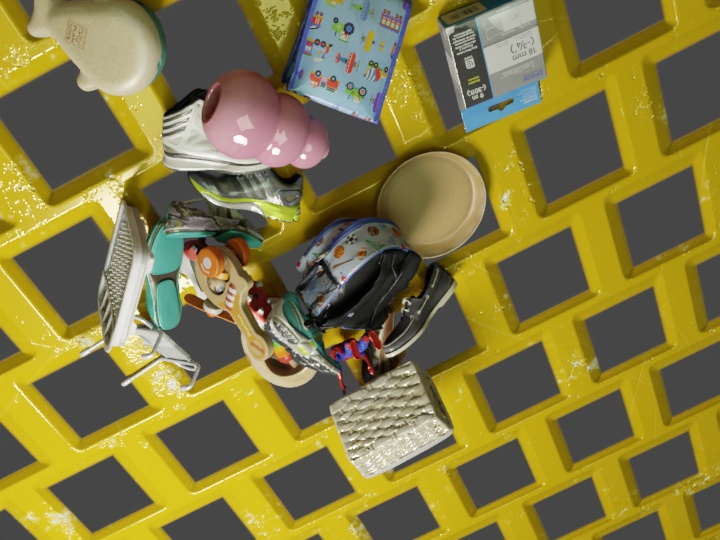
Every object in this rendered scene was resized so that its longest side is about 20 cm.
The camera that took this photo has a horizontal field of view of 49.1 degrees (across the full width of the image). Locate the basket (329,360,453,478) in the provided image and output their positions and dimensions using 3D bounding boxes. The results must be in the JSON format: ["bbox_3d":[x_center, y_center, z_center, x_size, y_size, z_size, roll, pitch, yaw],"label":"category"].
[{"bbox_3d":[0.054,0.271,1.453,0.197,0.137,0.124,-28,150,5],"label":"basket"}]

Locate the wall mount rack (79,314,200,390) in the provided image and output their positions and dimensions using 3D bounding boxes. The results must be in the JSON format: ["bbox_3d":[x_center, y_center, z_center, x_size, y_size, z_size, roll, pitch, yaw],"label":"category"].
[{"bbox_3d":[-0.382,0.151,1.379,0.170,0.076,0.201,2,147,31],"label":"wall mount rack"}]

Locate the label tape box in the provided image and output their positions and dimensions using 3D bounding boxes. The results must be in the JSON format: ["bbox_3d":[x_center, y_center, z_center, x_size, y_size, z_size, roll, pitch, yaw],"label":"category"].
[{"bbox_3d":[0.216,-0.321,1.242,0.141,0.064,0.203,-21,122,1],"label":"label tape box"}]

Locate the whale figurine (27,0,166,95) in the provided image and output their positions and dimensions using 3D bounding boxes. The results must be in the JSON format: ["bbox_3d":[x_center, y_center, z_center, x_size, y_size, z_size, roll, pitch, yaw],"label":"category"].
[{"bbox_3d":[-0.363,-0.332,1.104,0.196,0.104,0.162,23,116,3],"label":"whale figurine"}]

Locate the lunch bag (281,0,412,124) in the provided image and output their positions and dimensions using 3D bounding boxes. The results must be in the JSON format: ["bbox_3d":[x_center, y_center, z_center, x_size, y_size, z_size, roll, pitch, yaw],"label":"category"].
[{"bbox_3d":[-0.015,-0.346,1.171,0.147,0.094,0.204,16,107,-18],"label":"lunch bag"}]

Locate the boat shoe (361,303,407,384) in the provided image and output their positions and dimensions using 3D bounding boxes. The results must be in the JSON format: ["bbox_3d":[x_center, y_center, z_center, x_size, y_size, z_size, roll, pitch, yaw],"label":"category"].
[{"bbox_3d":[0.049,0.143,1.486,0.072,0.076,0.203,-5,130,-15],"label":"boat shoe"}]

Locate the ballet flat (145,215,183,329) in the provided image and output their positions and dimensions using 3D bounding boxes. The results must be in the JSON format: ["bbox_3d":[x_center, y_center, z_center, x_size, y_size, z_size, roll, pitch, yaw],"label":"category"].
[{"bbox_3d":[-0.332,-0.002,1.300,0.066,0.070,0.205,-13,121,-35],"label":"ballet flat"}]

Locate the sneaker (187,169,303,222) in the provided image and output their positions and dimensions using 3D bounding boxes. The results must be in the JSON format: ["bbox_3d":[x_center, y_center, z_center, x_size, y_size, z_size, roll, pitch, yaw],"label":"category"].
[{"bbox_3d":[-0.181,-0.142,1.268,0.196,0.074,0.083,11,109,-25],"label":"sneaker"}]

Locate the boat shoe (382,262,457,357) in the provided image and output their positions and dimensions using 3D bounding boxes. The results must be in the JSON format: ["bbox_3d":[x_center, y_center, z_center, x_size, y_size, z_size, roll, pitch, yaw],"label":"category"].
[{"bbox_3d":[0.095,0.068,1.412,0.063,0.072,0.200,49,66,-15],"label":"boat shoe"}]

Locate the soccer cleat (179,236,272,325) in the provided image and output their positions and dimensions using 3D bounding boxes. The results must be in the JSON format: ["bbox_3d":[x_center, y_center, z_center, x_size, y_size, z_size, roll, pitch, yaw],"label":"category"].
[{"bbox_3d":[-0.232,0.031,1.333,0.199,0.069,0.085,40,120,-5],"label":"soccer cleat"}]

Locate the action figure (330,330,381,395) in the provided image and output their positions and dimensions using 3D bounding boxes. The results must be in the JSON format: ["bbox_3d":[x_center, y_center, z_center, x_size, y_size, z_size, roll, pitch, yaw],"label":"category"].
[{"bbox_3d":[-0.006,0.167,1.413,0.064,0.200,0.101,-20,89,-16],"label":"action figure"}]

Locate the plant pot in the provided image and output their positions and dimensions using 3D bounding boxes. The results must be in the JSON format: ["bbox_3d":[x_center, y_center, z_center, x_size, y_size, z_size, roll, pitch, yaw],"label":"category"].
[{"bbox_3d":[0.121,-0.116,1.367,0.195,0.028,0.204,-6,121,-10],"label":"plant pot"}]

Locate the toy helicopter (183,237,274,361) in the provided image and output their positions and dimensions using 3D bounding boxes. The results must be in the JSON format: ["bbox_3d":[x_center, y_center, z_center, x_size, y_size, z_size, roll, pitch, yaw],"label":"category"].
[{"bbox_3d":[-0.205,0.058,1.255,0.132,0.078,0.202,-37,81,37],"label":"toy helicopter"}]

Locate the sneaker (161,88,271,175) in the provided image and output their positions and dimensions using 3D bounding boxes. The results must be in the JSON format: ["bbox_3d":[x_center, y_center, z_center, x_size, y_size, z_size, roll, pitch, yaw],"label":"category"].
[{"bbox_3d":[-0.208,-0.215,1.205,0.195,0.076,0.118,-2,123,-8],"label":"sneaker"}]

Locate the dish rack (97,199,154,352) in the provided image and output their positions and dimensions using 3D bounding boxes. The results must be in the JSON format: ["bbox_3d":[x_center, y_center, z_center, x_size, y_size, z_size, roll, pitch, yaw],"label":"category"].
[{"bbox_3d":[-0.372,0.009,1.253,0.043,0.173,0.203,7,120,-28],"label":"dish rack"}]

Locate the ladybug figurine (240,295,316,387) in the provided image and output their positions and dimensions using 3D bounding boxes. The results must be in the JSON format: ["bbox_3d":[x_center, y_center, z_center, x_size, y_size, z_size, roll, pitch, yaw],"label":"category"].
[{"bbox_3d":[-0.145,0.121,1.423,0.133,0.072,0.203,-21,123,0],"label":"ladybug figurine"}]

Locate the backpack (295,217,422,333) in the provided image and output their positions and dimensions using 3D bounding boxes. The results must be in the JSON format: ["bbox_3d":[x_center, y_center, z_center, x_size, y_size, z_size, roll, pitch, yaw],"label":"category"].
[{"bbox_3d":[0.000,0.000,1.316,0.190,0.156,0.198,-42,157,26],"label":"backpack"}]

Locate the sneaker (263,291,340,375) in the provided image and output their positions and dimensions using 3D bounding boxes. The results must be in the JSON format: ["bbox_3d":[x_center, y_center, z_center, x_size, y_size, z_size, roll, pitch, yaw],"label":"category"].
[{"bbox_3d":[-0.085,0.115,1.352,0.076,0.081,0.201,7,147,37],"label":"sneaker"}]

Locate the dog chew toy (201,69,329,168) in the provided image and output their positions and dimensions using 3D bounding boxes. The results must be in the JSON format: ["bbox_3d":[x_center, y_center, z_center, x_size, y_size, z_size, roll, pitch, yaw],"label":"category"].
[{"bbox_3d":[-0.131,-0.211,1.156,0.197,0.125,0.126,17,117,-33],"label":"dog chew toy"}]

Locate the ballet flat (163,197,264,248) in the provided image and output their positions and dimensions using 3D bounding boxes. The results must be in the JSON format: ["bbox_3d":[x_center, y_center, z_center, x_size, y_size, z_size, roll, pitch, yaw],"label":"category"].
[{"bbox_3d":[-0.231,-0.080,1.272,0.198,0.072,0.073,7,124,-51],"label":"ballet flat"}]
